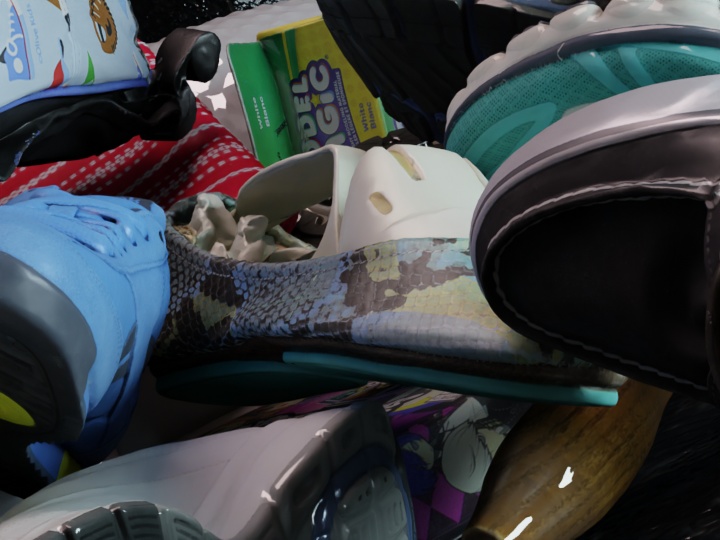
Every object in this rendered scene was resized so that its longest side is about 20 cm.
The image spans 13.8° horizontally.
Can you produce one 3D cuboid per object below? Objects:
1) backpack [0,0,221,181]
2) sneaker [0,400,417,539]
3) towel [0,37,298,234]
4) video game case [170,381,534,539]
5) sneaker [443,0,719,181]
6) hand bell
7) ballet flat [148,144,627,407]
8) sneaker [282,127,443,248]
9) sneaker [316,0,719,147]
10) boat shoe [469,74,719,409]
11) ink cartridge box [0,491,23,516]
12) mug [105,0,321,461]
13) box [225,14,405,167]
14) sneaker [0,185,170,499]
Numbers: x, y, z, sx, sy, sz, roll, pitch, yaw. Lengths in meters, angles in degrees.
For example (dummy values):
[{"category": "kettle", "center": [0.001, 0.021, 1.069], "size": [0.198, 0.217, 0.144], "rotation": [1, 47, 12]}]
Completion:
[{"category": "backpack", "center": [-0.163, -0.067, 0.839], "size": [0.199, 0.155, 0.191], "rotation": [-21, 9, 11]}, {"category": "sneaker", "center": [-0.059, 0.081, 0.673], "size": [0.087, 0.075, 0.200], "rotation": [-6, 5, 26]}, {"category": "towel", "center": [-0.111, -0.017, 0.929], "size": [0.144, 0.023, 0.200], "rotation": [-32, 30, -7]}, {"category": "video game case", "center": [-0.052, 0.081, 0.868], "size": [0.181, 0.036, 0.200], "rotation": [-27, 7, -27]}, {"category": "sneaker", "center": [0.103, -0.017, 0.715], "size": [0.199, 0.078, 0.080], "rotation": [6, 60, 33]}, {"category": "hand bell", "center": [0.086, 0.017, 0.789], "size": [0.104, 0.104, 0.200], "rotation": [-18, 22, 46]}, {"category": "ballet flat", "center": [0.000, 0.000, 0.752], "size": [0.074, 0.075, 0.200], "rotation": [-27, 13, -31]}, {"category": "sneaker", "center": [0.062, -0.001, 0.908], "size": [0.199, 0.090, 0.078], "rotation": [-14, 19, -34]}, {"category": "sneaker", "center": [0.075, -0.077, 0.803], "size": [0.199, 0.075, 0.079], "rotation": [-2, 44, 36]}, {"category": "boat shoe", "center": [0.104, 0.009, 0.599], "size": [0.199, 0.070, 0.066], "rotation": [8, 31, 27]}, {"category": "ink cartridge box", "center": [-0.179, 0.083, 0.853], "size": [0.094, 0.037, 0.200], "rotation": [17, 33, 40]}, {"category": "mug", "center": [-0.045, 0.000, 1.074], "size": [0.175, 0.148, 0.200], "rotation": [-33, -30, -16]}, {"category": "box", "center": [0.037, -0.035, 0.990], "size": [0.048, 0.118, 0.200], "rotation": [-12, 2, 40]}, {"category": "sneaker", "center": [-0.081, 0.003, 0.721], "size": [0.200, 0.066, 0.079], "rotation": [106, -170, -77]}]
